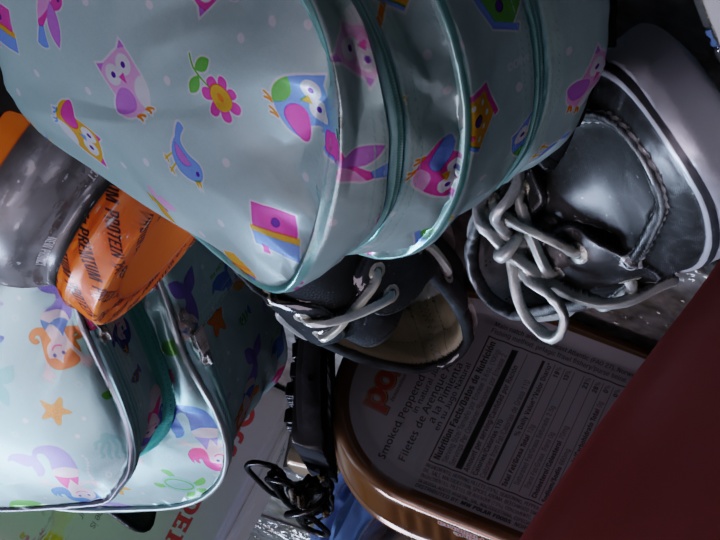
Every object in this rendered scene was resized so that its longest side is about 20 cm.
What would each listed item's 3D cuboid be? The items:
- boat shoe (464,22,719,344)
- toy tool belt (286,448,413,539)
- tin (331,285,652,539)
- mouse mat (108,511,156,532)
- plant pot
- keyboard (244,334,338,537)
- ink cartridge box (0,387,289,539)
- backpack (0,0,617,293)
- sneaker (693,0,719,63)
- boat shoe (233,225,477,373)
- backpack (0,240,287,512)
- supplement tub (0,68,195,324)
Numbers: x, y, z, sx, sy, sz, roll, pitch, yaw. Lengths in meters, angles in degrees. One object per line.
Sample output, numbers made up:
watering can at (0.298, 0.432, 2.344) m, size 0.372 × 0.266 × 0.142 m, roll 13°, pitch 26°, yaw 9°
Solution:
boat shoe at (0.067, -0.020, 0.696) m, size 0.074 × 0.068 × 0.199 m, roll 58°, pitch 171°, yaw 0°
toy tool belt at (0.022, 0.134, 1.120) m, size 0.123 × 0.125 × 0.200 m, roll 36°, pitch 175°, yaw -7°
tin at (0.082, 0.075, 0.948) m, size 0.200 × 0.112 × 0.042 m, roll 20°, pitch 151°, yaw 16°
mouse mat at (-0.169, 0.027, 1.106) m, size 0.008 × 0.161 × 0.200 m, roll -37°, pitch 118°, yaw 27°
plant pot at (0.163, 0.098, 0.816) m, size 0.200 × 0.178 × 0.201 m, roll 24°, pitch 157°, yaw 11°
keyboard at (-0.031, 0.065, 1.010) m, size 0.040 × 0.104 × 0.200 m, roll -1°, pitch 170°, yaw 2°
ink cartridge box at (-0.159, 0.112, 1.257) m, size 0.200 × 0.147 × 0.145 m, roll 26°, pitch 158°, yaw 6°
backpack at (-0.029, -0.085, 0.625) m, size 0.200 × 0.126 × 0.167 m, roll 37°, pitch 146°, yaw 29°
sneaker at (0.149, -0.059, 0.627) m, size 0.077 × 0.076 × 0.200 m, roll -6°, pitch 154°, yaw 22°
boat shoe at (0.000, 0.000, 0.860) m, size 0.075 × 0.060 × 0.200 m, roll -25°, pitch 164°, yaw 19°
backpack at (-0.132, 0.021, 0.970) m, size 0.177 × 0.151 × 0.200 m, roll -5°, pitch 132°, yaw 28°
supplement tub at (-0.141, -0.078, 0.817) m, size 0.200 × 0.123 × 0.123 m, roll 38°, pitch 159°, yaw 6°
